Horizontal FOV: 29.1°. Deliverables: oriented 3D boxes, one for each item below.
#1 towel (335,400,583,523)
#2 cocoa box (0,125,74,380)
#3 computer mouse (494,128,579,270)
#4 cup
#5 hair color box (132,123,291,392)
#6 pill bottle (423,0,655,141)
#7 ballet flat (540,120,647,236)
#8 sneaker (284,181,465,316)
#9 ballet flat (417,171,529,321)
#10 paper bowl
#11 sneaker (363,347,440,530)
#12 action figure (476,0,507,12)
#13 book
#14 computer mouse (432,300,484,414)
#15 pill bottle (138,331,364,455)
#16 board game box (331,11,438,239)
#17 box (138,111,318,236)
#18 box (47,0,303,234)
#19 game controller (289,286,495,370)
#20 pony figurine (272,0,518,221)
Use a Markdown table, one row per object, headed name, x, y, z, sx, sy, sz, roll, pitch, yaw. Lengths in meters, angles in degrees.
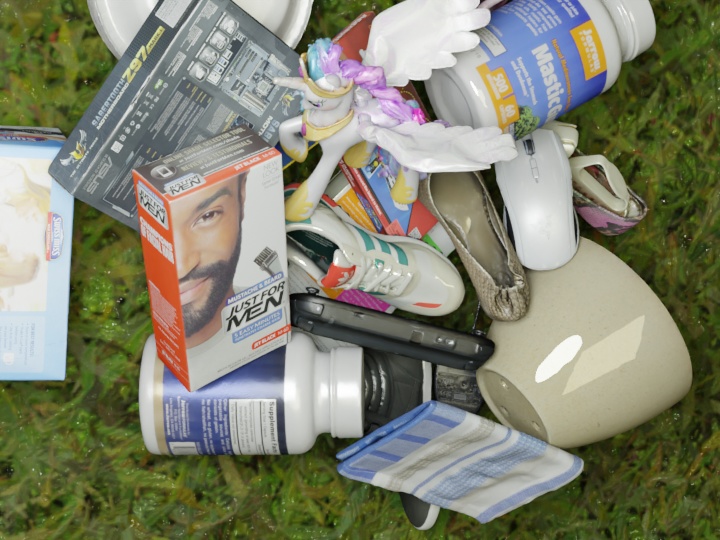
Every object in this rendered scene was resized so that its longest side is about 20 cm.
| name | x | y | z | sx | sy | sz | roll | pitch | yaw |
| --- | --- | --- | --- | --- | --- | --- | --- | --- | --- |
| towel | 0.093 | 0.181 | 1.286 | 0.198 | 0.024 | 0.146 | 24 | 138 | -33 |
| cocoa box | -0.316 | -0.018 | 1.184 | 0.131 | 0.131 | 0.203 | 1 | 101 | -18 |
| computer mouse | 0.162 | -0.100 | 1.296 | 0.108 | 0.044 | 0.203 | -10 | 70 | 1 |
| cup | 0.194 | 0.089 | 1.325 | 0.143 | 0.200 | 0.202 | -39 | 111 | -19 |
| hair color box | -0.120 | -0.008 | 1.165 | 0.110 | 0.064 | 0.202 | -26 | 134 | -28 |
| pill bottle | 0.164 | -0.193 | 1.248 | 0.198 | 0.112 | 0.113 | -29 | 109 | -14 |
| ballet flat | 0.206 | -0.103 | 1.366 | 0.199 | 0.071 | 0.070 | 33 | 56 | -22 |
| sneaker | 0.000 | -0.001 | 1.244 | 0.198 | 0.094 | 0.071 | 29 | 120 | -6 |
| ballet flat | 0.099 | -0.046 | 1.263 | 0.067 | 0.046 | 0.202 | -25 | 87 | -12 |
| paper bowl | -0.137 | -0.253 | 1.209 | 0.198 | 0.104 | 0.204 | -4 | 104 | -16 |
| sneaker | 0.023 | 0.162 | 1.357 | 0.098 | 0.070 | 0.203 | -11 | 99 | -32 |
| action figure | 0.158 | -0.307 | 1.259 | 0.198 | 0.134 | 0.151 | -18 | 77 | 11 |
| book | -0.012 | -0.006 | 1.334 | 0.200 | 0.048 | 0.134 | -44 | 113 | -4 |
| computer mouse | 0.112 | 0.054 | 1.398 | 0.058 | 0.034 | 0.203 | 12 | 93 | -3 |
| pill bottle | -0.096 | 0.111 | 1.266 | 0.197 | 0.111 | 0.113 | 0 | 103 | 1 |
| board game box | 0.021 | -0.123 | 1.275 | 0.103 | 0.019 | 0.201 | -43 | 117 | -25 |
| box | -0.125 | -0.098 | 1.262 | 0.199 | 0.070 | 0.065 | -37 | 111 | -7 |
| box | -0.141 | -0.124 | 1.148 | 0.157 | 0.051 | 0.201 | 30 | 96 | -49 |
| game controller | 0.023 | 0.053 | 1.281 | 0.197 | 0.104 | 0.043 | 15 | 90 | -15 |
| pony figurine | 0.018 | -0.124 | 1.143 | 0.190 | 0.201 | 0.169 | -9 | 64 | -10 |
